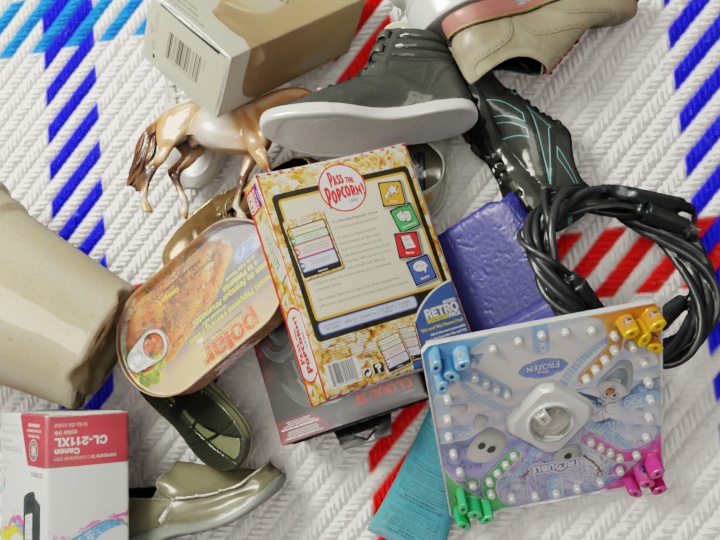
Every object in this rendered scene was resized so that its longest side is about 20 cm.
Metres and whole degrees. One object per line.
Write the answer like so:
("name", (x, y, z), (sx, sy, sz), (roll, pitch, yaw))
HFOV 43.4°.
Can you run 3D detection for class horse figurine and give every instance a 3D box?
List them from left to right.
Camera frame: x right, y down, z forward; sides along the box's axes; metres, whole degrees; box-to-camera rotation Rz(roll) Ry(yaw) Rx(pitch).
("horse figurine", (-0.139, -0.114, 0.862), (0.198, 0.050, 0.134), (2, 80, 15))

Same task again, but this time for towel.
("towel", (0.132, 0.048, 0.840), (0.147, 0.049, 0.201), (-31, 81, 29))

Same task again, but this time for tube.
("tube", (0.071, 0.182, 0.839), (0.077, 0.050, 0.202), (27, 112, 18))

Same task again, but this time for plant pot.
("plant pot", (-0.328, 0.037, 0.893), (0.182, 0.200, 0.202), (25, 90, 2))

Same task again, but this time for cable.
("cable", (0.224, 0.002, 0.797), (0.198, 0.051, 0.165), (9, 74, -19))

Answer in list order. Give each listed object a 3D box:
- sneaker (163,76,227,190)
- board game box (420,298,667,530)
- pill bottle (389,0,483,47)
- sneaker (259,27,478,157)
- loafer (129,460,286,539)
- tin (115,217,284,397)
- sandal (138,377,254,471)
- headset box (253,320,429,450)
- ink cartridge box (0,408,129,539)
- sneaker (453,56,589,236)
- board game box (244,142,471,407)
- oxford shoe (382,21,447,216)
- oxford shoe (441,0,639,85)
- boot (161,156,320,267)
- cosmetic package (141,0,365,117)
("sneaker", (-0.178, -0.184, 0.917), (0.074, 0.100, 0.202), (0, 86, 10))
("board game box", (0.163, 0.131, 0.774), (0.198, 0.026, 0.202), (-11, 120, 2))
("pill bottle", (0.060, -0.326, 0.874), (0.112, 0.113, 0.202), (-23, 80, 9))
("sneaker", (0.003, -0.168, 0.837), (0.198, 0.071, 0.100), (-7, 65, -6))
("loafer", (-0.169, 0.221, 0.888), (0.198, 0.075, 0.070), (-20, 85, 9))
("tin", (-0.143, 0.037, 0.847), (0.199, 0.042, 0.112), (-38, 67, 14))
("sandal", (-0.168, 0.117, 0.906), (0.201, 0.057, 0.080), (49, 117, 23))
("headset box", (-0.022, 0.068, 0.872), (0.147, 0.077, 0.202), (-18, 80, 9))
("ink cartridge box", (-0.286, 0.237, 0.871), (0.145, 0.082, 0.202), (-10, 80, 52))
("sneaker", (0.151, -0.126, 0.867), (0.079, 0.075, 0.201), (-25, 83, -10))
("board game box", (0.000, 0.000, 0.798), (0.150, 0.046, 0.202), (-14, 80, -22))
("oxford shoe", (0.051, -0.152, 0.888), (0.074, 0.058, 0.202), (-7, 82, 13))
("oxford shoe", (0.175, -0.218, 0.846), (0.198, 0.070, 0.076), (-14, 86, -12))
("boot", (-0.125, -0.056, 0.907), (0.199, 0.075, 0.074), (-32, 81, 8))
("cosmetic package", (-0.097, -0.232, 0.858), (0.105, 0.200, 0.071), (39, 137, 12))
